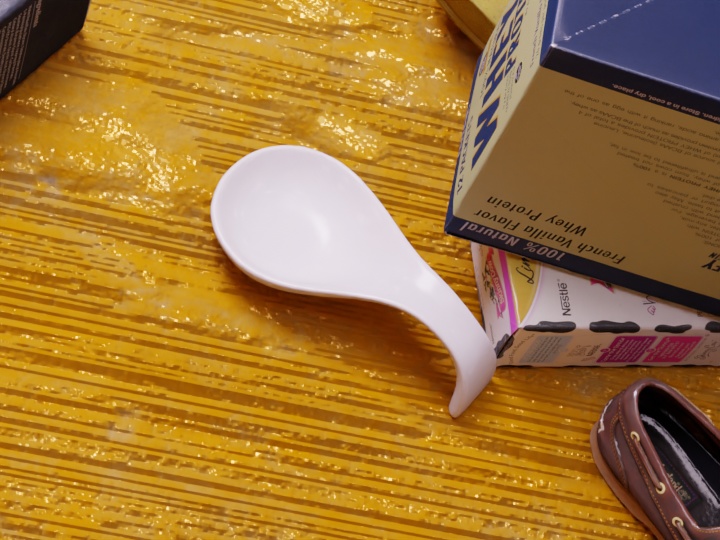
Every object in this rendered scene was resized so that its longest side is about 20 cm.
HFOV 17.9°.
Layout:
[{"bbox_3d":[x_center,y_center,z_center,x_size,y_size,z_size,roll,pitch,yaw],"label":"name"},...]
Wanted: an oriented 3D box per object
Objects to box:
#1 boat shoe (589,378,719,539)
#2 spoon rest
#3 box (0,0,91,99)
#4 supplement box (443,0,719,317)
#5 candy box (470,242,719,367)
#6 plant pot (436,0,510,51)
[{"bbox_3d":[0.213,0.149,1.330,0.200,0.070,0.070,46,59,9],"label":"boat shoe"},{"bbox_3d":[0.000,0.000,1.351,0.200,0.061,0.099,39,59,5],"label":"spoon rest"},{"bbox_3d":[-0.272,-0.159,1.327,0.148,0.107,0.200,40,60,7],"label":"box"},{"bbox_3d":[0.176,-0.095,1.300,0.199,0.200,0.135,17,58,-7],"label":"supplement box"},{"bbox_3d":[0.171,-0.013,1.408,0.199,0.061,0.137,0,64,-16],"label":"candy box"},{"bbox_3d":[0.122,-0.203,1.437,0.142,0.200,0.200,-44,81,-4],"label":"plant pot"}]
